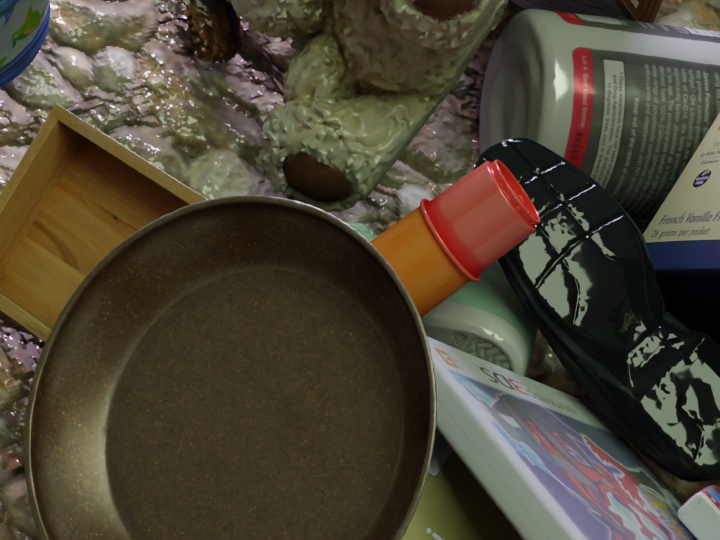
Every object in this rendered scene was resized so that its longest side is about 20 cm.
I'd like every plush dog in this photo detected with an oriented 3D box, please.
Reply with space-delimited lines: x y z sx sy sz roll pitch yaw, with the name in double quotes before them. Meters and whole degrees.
"plush dog" -0.013 -0.161 1.058 0.171 0.201 0.161 36 39 4

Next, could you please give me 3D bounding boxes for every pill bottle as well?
"pill bottle" 0.175 -0.082 1.113 0.198 0.111 0.112 5 59 -17

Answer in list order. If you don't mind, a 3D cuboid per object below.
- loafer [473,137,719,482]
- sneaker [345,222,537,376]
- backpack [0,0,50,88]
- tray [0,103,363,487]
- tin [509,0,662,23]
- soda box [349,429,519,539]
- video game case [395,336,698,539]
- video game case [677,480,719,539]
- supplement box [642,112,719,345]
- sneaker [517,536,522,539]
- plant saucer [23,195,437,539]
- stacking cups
"loafer" 0.117 0.026 0.989 0.072 0.072 0.201 -32 83 -21
"sneaker" 0.000 0.000 1.036 0.199 0.074 0.118 19 34 7
"backpack" -0.252 -0.164 0.987 0.200 0.147 0.183 43 55 13
"tray" -0.094 0.011 0.937 0.199 0.037 0.099 32 89 26
"tin" 0.105 -0.185 1.111 0.111 0.200 0.042 25 84 30
"soda box" -0.005 0.165 0.877 0.064 0.068 0.201 39 67 -3
"video game case" 0.116 0.116 0.889 0.182 0.023 0.200 23 23 -52
"video game case" 0.214 0.160 0.951 0.017 0.200 0.143 -43 78 7
"supplement box" 0.282 -0.015 1.026 0.200 0.134 0.201 44 69 -23
"sneaker" 0.108 0.125 0.988 0.199 0.074 0.082 29 58 -2
"plant saucer" -0.054 0.068 0.865 0.198 0.037 0.203 -6 74 21
"stacking cups" -0.004 0.021 0.941 0.061 0.199 0.061 48 17 -20
